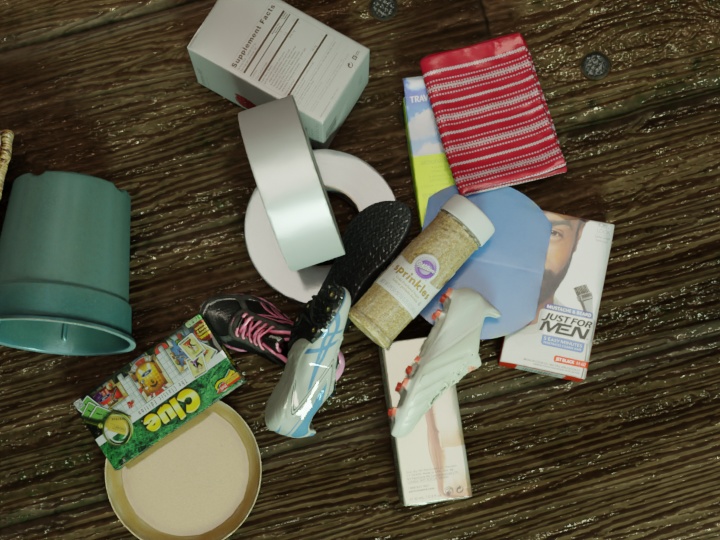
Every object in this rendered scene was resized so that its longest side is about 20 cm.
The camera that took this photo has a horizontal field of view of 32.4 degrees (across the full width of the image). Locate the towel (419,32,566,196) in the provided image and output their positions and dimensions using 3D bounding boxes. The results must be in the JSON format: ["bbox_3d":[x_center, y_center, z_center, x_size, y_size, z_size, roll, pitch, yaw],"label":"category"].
[{"bbox_3d":[0.166,-0.200,1.566,0.144,0.022,0.200,-14,71,-4],"label":"towel"}]

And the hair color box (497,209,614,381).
[{"bbox_3d":[0.247,0.032,1.572,0.111,0.064,0.200,11,82,5],"label":"hair color box"}]

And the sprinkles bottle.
[{"bbox_3d":[0.073,0.001,1.491,0.068,0.068,0.200,42,84,7],"label":"sprinkles bottle"}]

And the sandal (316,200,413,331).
[{"bbox_3d":[0.000,0.000,1.531,0.075,0.045,0.200,37,99,31],"label":"sandal"}]

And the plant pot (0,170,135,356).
[{"bbox_3d":[-0.370,-0.009,1.545,0.200,0.200,0.196,3,75,3],"label":"plant pot"}]

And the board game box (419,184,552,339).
[{"bbox_3d":[0.150,-0.010,1.545,0.158,0.039,0.200,11,79,5],"label":"board game box"}]

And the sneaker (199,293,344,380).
[{"bbox_3d":[-0.114,0.082,1.563,0.200,0.095,0.079,23,86,6],"label":"sneaker"}]

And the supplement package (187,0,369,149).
[{"bbox_3d":[-0.103,-0.263,1.593,0.200,0.121,0.120,30,79,6],"label":"supplement package"}]

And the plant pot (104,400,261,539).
[{"bbox_3d":[-0.224,0.255,1.577,0.200,0.027,0.200,0,83,2],"label":"plant pot"}]

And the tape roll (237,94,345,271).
[{"bbox_3d":[-0.081,-0.104,1.468,0.071,0.202,0.203,-19,82,1],"label":"tape roll"}]

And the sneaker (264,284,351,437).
[{"bbox_3d":[-0.053,0.109,1.487,0.072,0.072,0.200,14,107,-30],"label":"sneaker"}]

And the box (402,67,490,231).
[{"bbox_3d":[0.124,-0.155,1.609,0.122,0.048,0.200,-7,82,0],"label":"box"}]

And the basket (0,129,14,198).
[{"bbox_3d":[-0.513,-0.081,1.576,0.149,0.143,0.200,8,80,1],"label":"basket"}]

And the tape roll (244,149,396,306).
[{"bbox_3d":[-0.047,-0.051,1.593,0.200,0.066,0.201,0,81,2],"label":"tape roll"}]

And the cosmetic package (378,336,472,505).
[{"bbox_3d":[0.079,0.186,1.538,0.087,0.103,0.200,-8,83,-2],"label":"cosmetic package"}]

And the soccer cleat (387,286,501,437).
[{"bbox_3d":[0.099,0.114,1.466,0.078,0.069,0.200,28,78,-2],"label":"soccer cleat"}]

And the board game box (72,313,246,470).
[{"bbox_3d":[-0.253,0.153,1.560,0.200,0.023,0.105,-36,84,3],"label":"board game box"}]
